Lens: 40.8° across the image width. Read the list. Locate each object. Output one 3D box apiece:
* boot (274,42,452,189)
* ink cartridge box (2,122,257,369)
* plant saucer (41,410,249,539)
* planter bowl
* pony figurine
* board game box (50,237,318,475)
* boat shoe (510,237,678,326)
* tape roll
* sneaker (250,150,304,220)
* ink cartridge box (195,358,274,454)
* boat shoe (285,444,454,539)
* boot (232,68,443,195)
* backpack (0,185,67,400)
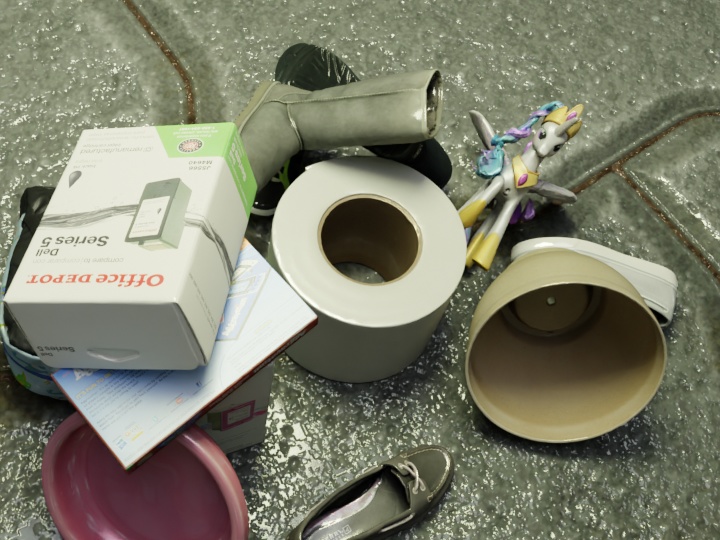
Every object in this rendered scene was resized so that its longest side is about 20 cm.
[{"bbox_3d":[0.007,-0.168,1.114,0.200,0.168,0.077,35,92,20],"label":"boot"},{"bbox_3d":[-0.180,-0.024,0.799,0.144,0.084,0.201,-1,48,12],"label":"ink cartridge box"},{"bbox_3d":[-0.187,0.199,0.865,0.199,0.202,0.051,29,28,7],"label":"plant saucer"},{"bbox_3d":[0.206,0.060,1.015,0.198,0.201,0.135,11,32,-4],"label":"planter bowl"},{"bbox_3d":[0.167,-0.097,1.093,0.166,0.193,0.200,38,88,-4],"label":"pony figurine"},{"bbox_3d":[-0.142,0.065,0.803,0.200,0.019,0.103,-38,73,-22],"label":"board game box"},{"bbox_3d":[0.267,0.019,1.109,0.198,0.072,0.069,17,59,-11],"label":"boat shoe"},{"bbox_3d":[0.000,0.000,1.024,0.201,0.139,0.204,4,60,-7],"label":"tape roll"},{"bbox_3d":[-0.096,-0.154,1.125,0.071,0.083,0.201,19,59,1],"label":"sneaker"},{"bbox_3d":[-0.145,0.076,0.919,0.084,0.200,0.145,-15,64,-18],"label":"ink cartridge box"},{"bbox_3d":[0.017,0.228,0.946,0.199,0.057,0.067,-28,69,-23],"label":"boat shoe"},{"bbox_3d":[-0.025,-0.135,0.972,0.198,0.073,0.183,7,55,16],"label":"boot"},{"bbox_3d":[-0.281,0.029,0.968,0.162,0.155,0.201,8,38,-10],"label":"backpack"}]
